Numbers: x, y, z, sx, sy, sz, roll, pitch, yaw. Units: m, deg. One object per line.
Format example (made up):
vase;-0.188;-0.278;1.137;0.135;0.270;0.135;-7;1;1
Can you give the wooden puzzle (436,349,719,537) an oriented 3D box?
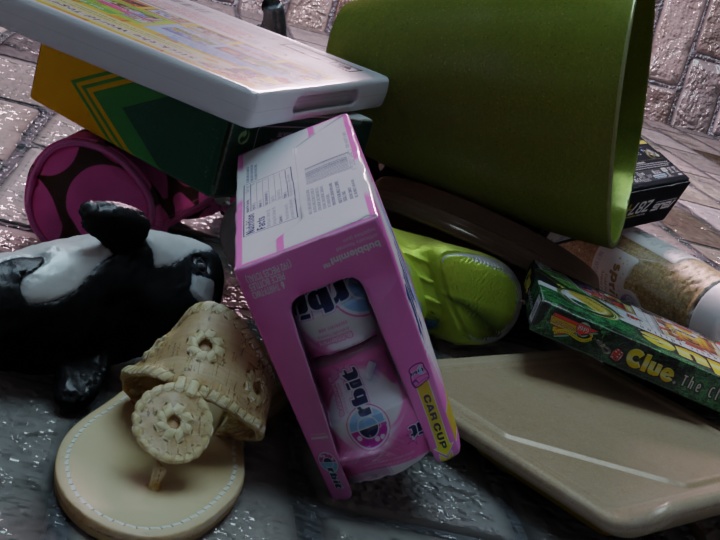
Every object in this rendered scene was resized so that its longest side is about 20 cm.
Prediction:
wooden puzzle;0.121;0.089;0.683;0.184;0.038;0.199;1;16;-45

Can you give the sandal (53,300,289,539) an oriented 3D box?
sandal;-0.070;0.044;0.566;0.077;0.070;0.212;17;15;8

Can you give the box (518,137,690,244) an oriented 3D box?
box;0.146;-0.095;1.017;0.199;0.049;0.161;-14;53;-48

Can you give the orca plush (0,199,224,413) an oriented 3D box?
orca plush;-0.135;0.024;0.571;0.199;0.105;0.072;11;46;-54

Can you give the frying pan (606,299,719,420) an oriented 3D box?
frying pan;0.189;0.056;0.870;0.114;0.031;0.190;9;13;-31

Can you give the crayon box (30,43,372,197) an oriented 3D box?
crayon box;-0.108;-0.104;0.790;0.199;0.052;0.125;30;21;33

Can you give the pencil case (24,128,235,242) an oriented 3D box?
pencil case;-0.140;-0.056;0.845;0.094;0.091;0.200;44;18;-1

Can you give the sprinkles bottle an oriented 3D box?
sprinkles bottle;0.233;0.013;1.006;0.068;0.069;0.200;7;17;-30

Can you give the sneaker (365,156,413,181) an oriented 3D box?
sneaker;0.010;-0.069;1.024;0.080;0.071;0.200;58;-5;15

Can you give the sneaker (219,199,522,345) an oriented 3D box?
sneaker;0.000;0.000;0.829;0.198;0.077;0.105;20;1;-15

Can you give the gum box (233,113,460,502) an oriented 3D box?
gum box;-0.010;0.009;0.620;0.065;0.115;0.200;-20;20;3

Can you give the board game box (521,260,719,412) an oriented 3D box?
board game box;0.190;0.052;0.762;0.198;0.024;0.105;23;16;-2

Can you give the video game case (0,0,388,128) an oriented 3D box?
video game case;-0.104;-0.132;0.759;0.198;0.023;0.182;24;19;18

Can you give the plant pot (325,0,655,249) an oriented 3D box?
plant pot;0.082;-0.121;0.855;0.198;0.190;0.187;8;12;16

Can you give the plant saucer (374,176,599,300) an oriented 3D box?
plant saucer;0.084;-0.017;0.908;0.198;0.030;0.200;25;-3;2

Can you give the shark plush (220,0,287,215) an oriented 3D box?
shark plush;-0.046;-0.113;0.948;0.083;0.202;0.091;27;40;28
